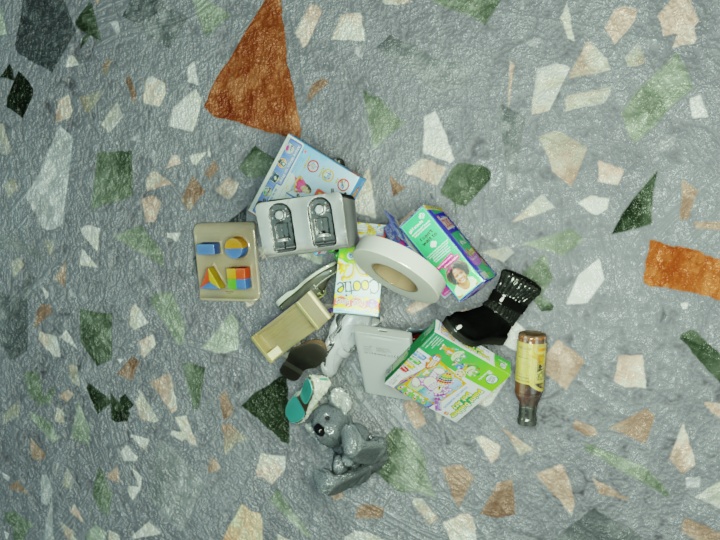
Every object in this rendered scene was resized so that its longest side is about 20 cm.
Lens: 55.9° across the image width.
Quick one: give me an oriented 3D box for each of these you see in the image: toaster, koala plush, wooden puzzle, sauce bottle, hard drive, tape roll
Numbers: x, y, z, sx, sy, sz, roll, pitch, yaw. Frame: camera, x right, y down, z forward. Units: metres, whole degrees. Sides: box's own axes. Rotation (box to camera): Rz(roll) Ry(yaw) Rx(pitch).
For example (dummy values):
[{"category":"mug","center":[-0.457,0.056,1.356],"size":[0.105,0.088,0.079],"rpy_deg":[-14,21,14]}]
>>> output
[{"category":"toaster","center":[-0.103,-0.096,1.397],"size":[0.179,0.200,0.120],"rpy_deg":[-6,93,9]},{"category":"koala plush","center":[-0.047,0.396,1.610],"size":[0.200,0.183,0.178],"rpy_deg":[45,112,34]},{"category":"wooden puzzle","center":[-0.347,-0.021,1.728],"size":[0.184,0.046,0.202],"rpy_deg":[0,96,23]},{"category":"sauce bottle","center":[0.363,0.232,1.456],"size":[0.066,0.066,0.202],"rpy_deg":[4,100,22]},{"category":"hard drive","center":[0.061,0.211,1.541],"size":[0.131,0.027,0.201],"rpy_deg":[7,130,20]},{"category":"tape roll","center":[0.077,0.000,1.374],"size":[0.202,0.203,0.037],"rpy_deg":[24,73,18]}]

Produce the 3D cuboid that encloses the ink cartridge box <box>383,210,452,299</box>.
[{"category":"ink cartridge box","center":[0.116,-0.034,1.441],"size":[0.042,0.120,0.200],"rpy_deg":[-39,124,12]}]

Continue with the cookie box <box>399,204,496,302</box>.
[{"category":"cookie box","center":[0.188,-0.040,1.438],"size":[0.075,0.171,0.200],"rpy_deg":[-42,80,17]}]

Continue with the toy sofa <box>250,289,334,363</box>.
[{"category":"toy sofa","center":[-0.159,0.128,1.611],"size":[0.200,0.098,0.083],"rpy_deg":[-37,93,35]}]

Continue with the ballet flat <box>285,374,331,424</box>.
[{"category":"ballet flat","center":[-0.122,0.315,1.653],"size":[0.072,0.072,0.200],"rpy_deg":[47,138,11]}]

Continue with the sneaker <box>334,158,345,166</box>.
[{"category":"sneaker","center":[-0.109,-0.173,1.574],"size":[0.115,0.076,0.202],"rpy_deg":[16,88,9]}]

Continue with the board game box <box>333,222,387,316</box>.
[{"category":"board game box","center":[0.000,0.000,1.520],"size":[0.104,0.103,0.202],"rpy_deg":[5,85,2]}]

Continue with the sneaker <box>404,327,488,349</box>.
[{"category":"sneaker","center":[0.179,0.168,1.492],"size":[0.198,0.096,0.080],"rpy_deg":[4,61,22]}]

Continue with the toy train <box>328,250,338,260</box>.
[{"category":"toy train","center":[-0.048,-0.058,1.606],"size":[0.200,0.042,0.056],"rpy_deg":[45,99,12]}]

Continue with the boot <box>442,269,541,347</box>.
[{"category":"boot","center":[0.272,0.073,1.407],"size":[0.079,0.210,0.158],"rpy_deg":[46,116,35]}]

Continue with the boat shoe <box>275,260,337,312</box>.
[{"category":"boat shoe","center":[-0.118,0.048,1.630],"size":[0.201,0.072,0.060],"rpy_deg":[-37,83,28]}]

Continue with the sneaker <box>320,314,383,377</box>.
[{"category":"sneaker","center":[-0.019,0.173,1.599],"size":[0.114,0.075,0.201],"rpy_deg":[22,101,21]}]

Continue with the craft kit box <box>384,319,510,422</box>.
[{"category":"craft kit box","center":[0.185,0.222,1.466],"size":[0.197,0.049,0.200],"rpy_deg":[28,127,-14]}]

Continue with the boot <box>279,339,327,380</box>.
[{"category":"boot","center":[-0.129,0.193,1.607],"size":[0.073,0.076,0.200],"rpy_deg":[37,143,-9]}]

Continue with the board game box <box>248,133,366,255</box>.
[{"category":"board game box","center":[-0.120,-0.169,1.518],"size":[0.195,0.056,0.201],"rpy_deg":[33,101,13]}]
